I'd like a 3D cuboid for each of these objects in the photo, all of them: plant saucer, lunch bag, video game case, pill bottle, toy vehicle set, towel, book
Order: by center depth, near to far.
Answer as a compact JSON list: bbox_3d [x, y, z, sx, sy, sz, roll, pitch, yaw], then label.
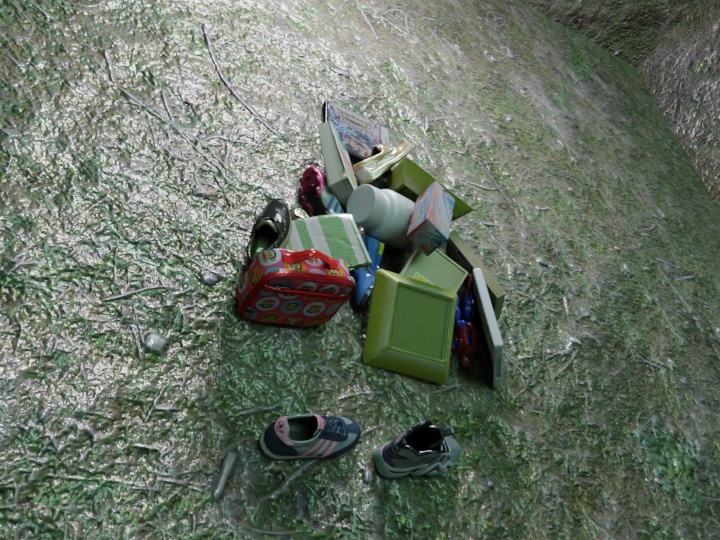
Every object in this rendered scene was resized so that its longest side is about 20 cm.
[{"bbox_3d":[-0.115,0.025,1.305,0.198,0.176,0.083,7,50,-34],"label":"lunch bag"},{"bbox_3d":[0.114,0.110,1.444,0.197,0.048,0.203,17,70,-21],"label":"plant saucer"},{"bbox_3d":[-0.091,-0.046,1.447,0.197,0.024,0.154,-13,57,-14],"label":"towel"},{"bbox_3d":[0.132,0.048,1.523,0.124,0.027,0.201,37,72,-5],"label":"toy vehicle set"},{"bbox_3d":[0.279,0.128,1.556,0.023,0.183,0.202,-11,52,1],"label":"video game case"},{"bbox_3d":[0.066,-0.119,1.603,0.199,0.114,0.115,21,42,-44],"label":"pill bottle"},{"bbox_3d":[-0.045,-0.234,1.652,0.134,0.048,0.202,55,16,-50],"label":"book"},{"bbox_3d":[0.152,-0.172,1.721,0.199,0.200,0.048,37,79,-6],"label":"plant saucer"},{"bbox_3d":[-0.009,-0.345,1.846,0.198,0.026,0.182,22,44,-23],"label":"video game case"}]

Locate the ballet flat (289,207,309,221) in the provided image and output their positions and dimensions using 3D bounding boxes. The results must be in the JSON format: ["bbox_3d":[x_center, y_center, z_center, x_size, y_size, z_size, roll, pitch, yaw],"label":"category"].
[{"bbox_3d":[-0.105,-0.057,1.490,0.067,0.046,0.202,4,53,-35],"label":"ballet flat"}]

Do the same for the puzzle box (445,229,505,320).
[{"bbox_3d":[0.263,0.015,1.654,0.025,0.134,0.201,-29,62,-11],"label":"puzzle box"}]

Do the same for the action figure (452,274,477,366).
[{"bbox_3d":[0.216,0.107,1.544,0.099,0.064,0.203,25,60,-65],"label":"action figure"}]

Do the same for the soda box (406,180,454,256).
[{"bbox_3d":[0.156,-0.116,1.544,0.068,0.063,0.201,43,30,-14],"label":"soda box"}]

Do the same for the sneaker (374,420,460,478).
[{"bbox_3d":[0.135,0.315,1.276,0.198,0.140,0.078,-1,55,-39],"label":"sneaker"}]

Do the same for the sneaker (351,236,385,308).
[{"bbox_3d":[0.000,0.000,1.519,0.078,0.066,0.201,20,43,-6],"label":"sneaker"}]

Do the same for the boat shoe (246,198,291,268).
[{"bbox_3d":[-0.180,-0.074,1.402,0.071,0.066,0.203,8,53,5],"label":"boat shoe"}]

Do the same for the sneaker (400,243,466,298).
[{"bbox_3d":[0.169,0.015,1.637,0.199,0.081,0.075,38,4,-33],"label":"sneaker"}]

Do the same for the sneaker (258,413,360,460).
[{"bbox_3d":[-0.068,0.274,1.194,0.198,0.082,0.071,0,54,-39],"label":"sneaker"}]

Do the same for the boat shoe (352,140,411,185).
[{"bbox_3d":[0.054,-0.283,1.767,0.069,0.073,0.200,52,51,-7],"label":"boat shoe"}]

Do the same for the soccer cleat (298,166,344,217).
[{"bbox_3d":[-0.079,-0.141,1.584,0.086,0.070,0.202,24,38,-51],"label":"soccer cleat"}]
